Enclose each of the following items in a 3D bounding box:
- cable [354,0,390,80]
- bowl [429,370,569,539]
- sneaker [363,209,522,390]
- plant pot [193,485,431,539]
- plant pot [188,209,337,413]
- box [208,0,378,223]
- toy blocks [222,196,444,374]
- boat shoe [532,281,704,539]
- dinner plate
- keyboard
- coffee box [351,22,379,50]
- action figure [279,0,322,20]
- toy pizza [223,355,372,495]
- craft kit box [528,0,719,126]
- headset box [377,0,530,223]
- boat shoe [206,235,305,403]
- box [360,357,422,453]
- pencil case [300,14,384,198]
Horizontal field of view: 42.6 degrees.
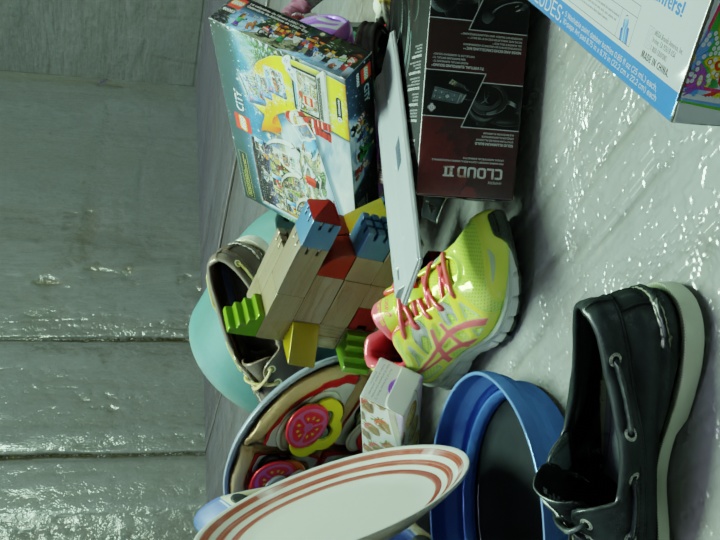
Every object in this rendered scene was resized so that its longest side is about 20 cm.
[{"bbox_3d":[0.017,-0.207,0.816,0.201,0.049,0.099,-63,-20,-49],"label":"cable"},{"bbox_3d":[0.097,0.171,0.623,0.200,0.038,0.206,-179,90,-75],"label":"bowl"},{"bbox_3d":[0.056,0.029,0.693,0.202,0.088,0.079,113,156,-48],"label":"sneaker"},{"bbox_3d":[-0.036,0.286,0.751,0.199,0.197,0.184,27,110,50],"label":"plant pot"},{"bbox_3d":[-0.058,0.028,0.949,0.162,0.197,0.203,-60,29,34],"label":"plant pot"},{"bbox_3d":[-0.050,-0.115,0.773,0.135,0.038,0.202,29,148,24],"label":"box"},{"bbox_3d":[0.000,0.000,0.766,0.138,0.196,0.101,-59,34,33],"label":"toy blocks"},{"bbox_3d":[0.123,0.104,0.479,0.075,0.065,0.204,-123,37,-64],"label":"boat shoe"},{"bbox_3d":[-0.018,0.164,0.626,0.200,0.196,0.025,167,86,-74],"label":"dinner plate"},{"bbox_3d":[0.027,-0.077,0.653,0.057,0.010,0.204,115,155,-55],"label":"keyboard"},{"bbox_3d":[0.000,-0.202,1.010,0.200,0.043,0.126,-123,37,-65],"label":"coffee box"},{"bbox_3d":[-0.072,-0.209,0.920,0.200,0.145,0.137,65,-162,-77],"label":"action figure"},{"bbox_3d":[-0.032,0.163,0.834,0.032,0.197,0.204,43,134,41],"label":"toy pizza"},{"bbox_3d":[0.152,-0.203,0.449,0.201,0.047,0.201,-111,24,-55],"label":"craft kit box"},{"bbox_3d":[0.065,-0.139,0.686,0.149,0.075,0.205,-135,50,-77],"label":"headset box"},{"bbox_3d":[-0.087,0.072,0.835,0.059,0.071,0.204,-32,-73,-59],"label":"boat shoe"},{"bbox_3d":[0.026,0.144,0.776,0.042,0.038,0.202,-57,-19,-31],"label":"box"},{"bbox_3d":[-0.015,-0.129,0.835,0.085,0.084,0.202,19,146,43],"label":"pencil case"}]
